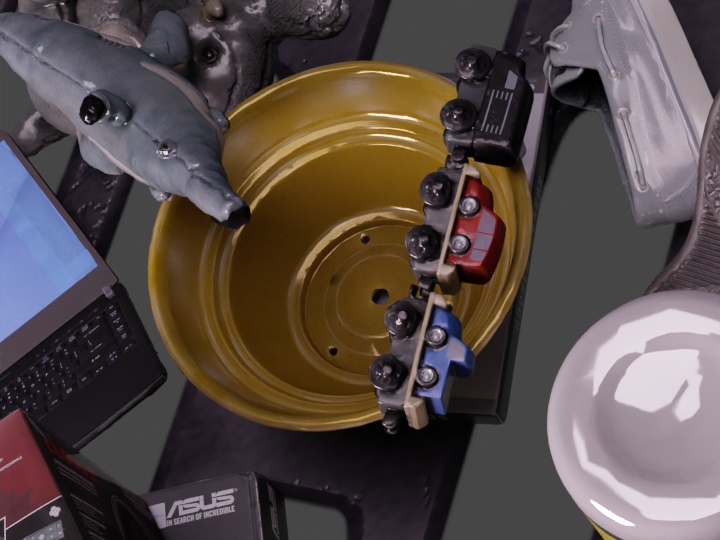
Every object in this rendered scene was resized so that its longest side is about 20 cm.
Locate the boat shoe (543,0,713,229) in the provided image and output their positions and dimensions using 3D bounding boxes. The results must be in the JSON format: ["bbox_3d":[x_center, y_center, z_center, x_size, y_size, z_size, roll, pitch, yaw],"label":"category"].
[{"bbox_3d":[0.134,-0.111,1.124,0.071,0.070,0.201,-21,64,-1],"label":"boat shoe"}]

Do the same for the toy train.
[{"bbox_3d":[0.046,-0.015,0.998,0.046,0.034,0.200,12,70,11],"label":"toy train"}]

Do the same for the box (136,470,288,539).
[{"bbox_3d":[-0.131,0.203,1.096,0.200,0.044,0.160,-13,63,15],"label":"box"}]

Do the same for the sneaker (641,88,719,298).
[{"bbox_3d":[0.209,-0.014,1.049,0.084,0.121,0.200,37,123,37],"label":"sneaker"}]

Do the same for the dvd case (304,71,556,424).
[{"bbox_3d":[0.021,-0.016,1.153,0.150,0.025,0.200,2,68,22],"label":"dvd case"}]

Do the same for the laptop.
[{"bbox_3d":[-0.222,0.041,1.167,0.177,0.103,0.200,-38,29,1],"label":"laptop"}]

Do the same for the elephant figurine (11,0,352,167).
[{"bbox_3d":[-0.104,-0.109,1.174,0.141,0.155,0.200,-31,47,-21],"label":"elephant figurine"}]

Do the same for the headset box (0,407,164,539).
[{"bbox_3d":[-0.129,0.167,1.000,0.075,0.149,0.200,-33,59,3],"label":"headset box"}]

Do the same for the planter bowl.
[{"bbox_3d":[0.000,0.000,1.082,0.200,0.083,0.200,-8,64,17],"label":"planter bowl"}]

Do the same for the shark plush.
[{"bbox_3d":[-0.117,-0.065,1.049,0.091,0.083,0.200,-48,47,18],"label":"shark plush"}]

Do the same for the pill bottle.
[{"bbox_3d":[0.160,0.095,0.945,0.112,0.200,0.112,-8,64,18],"label":"pill bottle"}]
